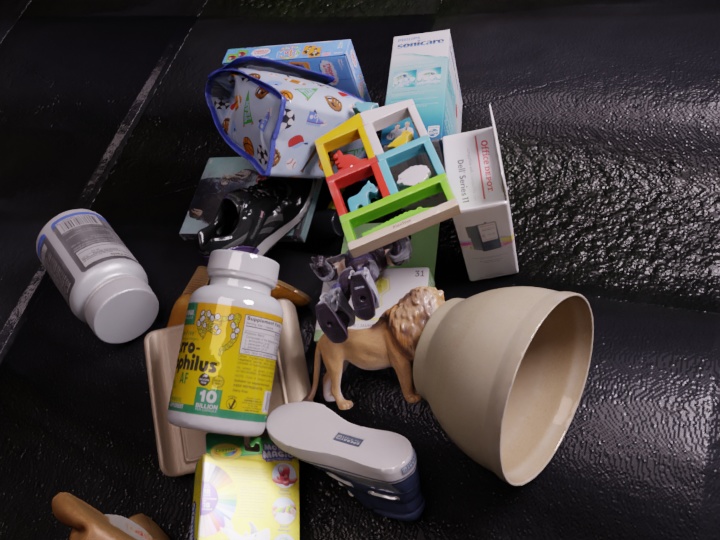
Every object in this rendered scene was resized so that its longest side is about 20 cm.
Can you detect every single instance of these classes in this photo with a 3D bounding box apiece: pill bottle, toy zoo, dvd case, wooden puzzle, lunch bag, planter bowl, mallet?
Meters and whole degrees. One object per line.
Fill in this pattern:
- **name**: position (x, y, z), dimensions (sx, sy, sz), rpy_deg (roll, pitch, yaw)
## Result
- **pill bottle**: position (-0.151, 0.083, 0.780), dimensions (0.112, 0.113, 0.201), rpy_deg (4, 78, 20)
- **toy zoo**: position (0.023, -0.122, 0.783), dimensions (0.131, 0.020, 0.201), rpy_deg (-23, 58, 6)
- **pill bottle**: position (-0.381, 0.008, 0.979), dimensions (0.114, 0.114, 0.200), rpy_deg (-41, 57, -9)
- **dvd case**: position (-0.155, -0.107, 0.982), dimensions (0.199, 0.022, 0.147), rpy_deg (3, 60, 20)
- **wooden puzzle**: position (-0.162, 0.146, 0.845), dimensions (0.199, 0.037, 0.186), rpy_deg (-13, 76, 3)
- **lunch bag**: position (-0.096, -0.210, 0.902), dimensions (0.200, 0.169, 0.125), rpy_deg (40, 119, 43)
- **planter bowl**: position (0.141, 0.104, 0.711), dimensions (0.134, 0.200, 0.201), rpy_deg (17, 66, 37)
- **mallet**: position (-0.035, -0.126, 0.998), dimensions (0.066, 0.041, 0.201), rpy_deg (-10, 48, 31)

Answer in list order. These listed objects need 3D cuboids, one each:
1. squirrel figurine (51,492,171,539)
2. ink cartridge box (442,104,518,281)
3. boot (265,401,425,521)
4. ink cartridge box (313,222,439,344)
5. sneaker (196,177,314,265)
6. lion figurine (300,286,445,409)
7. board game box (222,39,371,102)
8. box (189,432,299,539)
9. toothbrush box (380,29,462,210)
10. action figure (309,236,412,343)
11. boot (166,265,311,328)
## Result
- **squirrel figurine**: position (-0.280, 0.374, 0.714), dimensions (0.199, 0.142, 0.187), rpy_deg (25, 76, 31)
- **ink cartridge box**: position (0.144, -0.088, 0.813), dimensions (0.067, 0.200, 0.118), rpy_deg (-9, 57, 12)
- **boot**: position (-0.021, 0.216, 0.753), dimensions (0.199, 0.091, 0.073), rpy_deg (11, 37, 38)
- **ink cartridge box**: position (0.026, 0.010, 0.887), dimensions (0.145, 0.048, 0.201), rpy_deg (-1, 62, 18)
- **sneaker**: position (-0.135, -0.082, 0.890), dimensions (0.075, 0.088, 0.200), rpy_deg (24, 67, 30)
- **lion figurine**: position (0.011, 0.092, 0.782), dimensions (0.199, 0.072, 0.123), rpy_deg (-11, 93, 14)
- **board game box**: position (-0.090, -0.279, 1.035), dimensions (0.199, 0.152, 0.037), rpy_deg (3, 59, 19)
- **box**: position (-0.126, 0.282, 0.734), dimensions (0.117, 0.048, 0.201), rpy_deg (12, 56, -23)
- **toothbrush box**: position (0.090, -0.207, 0.937), dimensions (0.085, 0.147, 0.201), rpy_deg (-3, 58, 15)
- **action figure**: position (0.000, 0.000, 0.801), dimensions (0.130, 0.070, 0.200), rpy_deg (-24, 20, 18)
- **boot**: position (-0.172, 0.077, 0.904), dimensions (0.200, 0.071, 0.145), rpy_deg (9, 69, 25)
